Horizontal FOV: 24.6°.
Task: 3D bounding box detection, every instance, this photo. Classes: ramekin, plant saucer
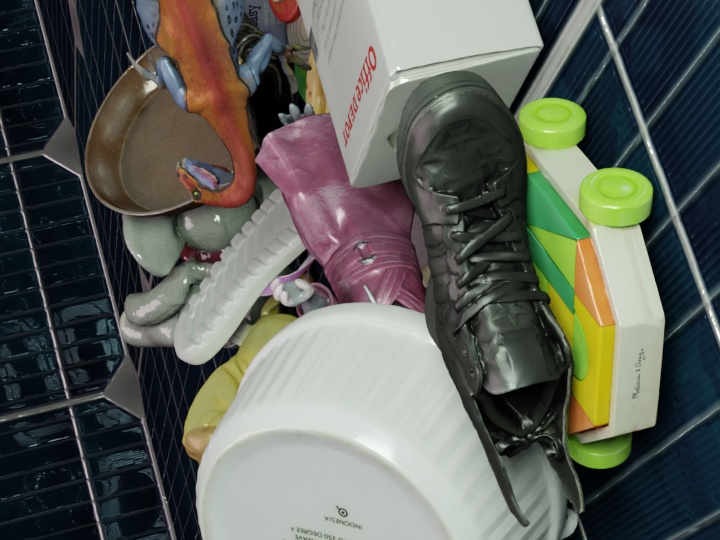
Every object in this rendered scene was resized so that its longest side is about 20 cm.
[{"bbox_3d":[0.003,0.126,0.882,0.094,0.201,0.203,-46,-43,-53],"label":"ramekin"},{"bbox_3d":[-0.139,-0.123,1.367,0.034,0.200,0.201,47,-168,-46],"label":"plant saucer"}]

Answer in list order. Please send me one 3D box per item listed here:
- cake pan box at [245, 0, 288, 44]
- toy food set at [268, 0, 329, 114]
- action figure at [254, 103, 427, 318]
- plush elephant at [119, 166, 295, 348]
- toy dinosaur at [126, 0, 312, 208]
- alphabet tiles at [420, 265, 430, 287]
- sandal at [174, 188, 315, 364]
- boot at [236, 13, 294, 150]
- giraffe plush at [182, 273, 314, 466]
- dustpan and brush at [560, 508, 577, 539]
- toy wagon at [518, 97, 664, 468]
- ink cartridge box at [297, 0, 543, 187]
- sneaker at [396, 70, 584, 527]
[{"bbox_3d":[-0.107,-0.297,1.315,0.185,0.052,0.200,96,156,-47],"label":"cake pan box"},{"bbox_3d":[-0.027,-0.183,1.104,0.201,0.048,0.198,91,161,-44],"label":"toy food set"},{"bbox_3d":[0.000,0.000,0.990,0.149,0.133,0.201,100,156,-59],"label":"action figure"},{"bbox_3d":[-0.125,-0.013,1.428,0.200,0.164,0.156,179,87,-77],"label":"plush elephant"},{"bbox_3d":[-0.105,-0.123,0.982,0.200,0.104,0.182,-28,-74,-73],"label":"toy dinosaur"},{"bbox_3d":[0.066,0.102,1.065,0.196,0.015,0.201,104,150,-61],"label":"alphabet tiles"},{"bbox_3d":[-0.061,-0.008,1.217,0.050,0.203,0.083,35,-162,-30],"label":"sandal"},{"bbox_3d":[-0.101,-0.192,1.197,0.174,0.069,0.201,52,164,45],"label":"boot"},{"bbox_3d":[-0.037,0.122,1.247,0.200,0.172,0.163,40,163,51],"label":"giraffe plush"},{"bbox_3d":[0.059,0.149,0.978,0.200,0.057,0.140,-29,43,64],"label":"dustpan and brush"},{"bbox_3d":[0.093,-0.005,0.811,0.200,0.039,0.156,-121,23,-51],"label":"toy wagon"},{"bbox_3d":[0.016,-0.166,0.878,0.147,0.082,0.201,116,140,-69],"label":"ink cartridge box"},{"bbox_3d":[0.064,0.015,0.752,0.104,0.060,0.201,-116,14,-48],"label":"sneaker"}]
